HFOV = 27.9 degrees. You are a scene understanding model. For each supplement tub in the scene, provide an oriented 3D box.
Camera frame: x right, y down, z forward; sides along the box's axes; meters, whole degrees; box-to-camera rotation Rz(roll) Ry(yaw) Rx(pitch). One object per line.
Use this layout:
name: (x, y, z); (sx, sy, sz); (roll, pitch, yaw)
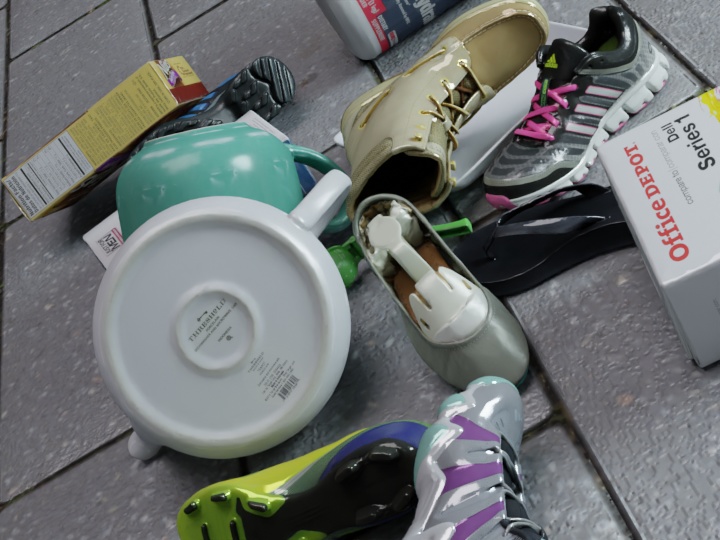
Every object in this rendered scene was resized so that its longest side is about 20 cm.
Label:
supplement tub: (0.046, -0.315, 1.428); (0.199, 0.141, 0.140); (-34, 31, 0)

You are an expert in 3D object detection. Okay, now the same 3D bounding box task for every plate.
plate: (0.099, -0.145, 1.250); (0.200, 0.032, 0.199); (-42, 31, -13)

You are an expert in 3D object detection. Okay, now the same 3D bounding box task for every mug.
mug: (-0.113, -0.060, 1.202); (0.151, 0.115, 0.184); (-10, 4, 42)

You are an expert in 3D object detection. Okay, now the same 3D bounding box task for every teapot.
teapot: (-0.094, 0.036, 1.062); (0.198, 0.199, 0.146); (-7, 1, 3)

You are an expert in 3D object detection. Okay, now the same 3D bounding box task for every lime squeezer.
lime squeezer: (0.000, 0.000, 1.137); (0.199, 0.038, 0.071); (-30, 44, 15)

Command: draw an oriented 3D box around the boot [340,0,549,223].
boot: (0.068, -0.124, 1.134); (0.199, 0.073, 0.156); (-31, 26, 17)

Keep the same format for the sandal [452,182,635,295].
sandal: (0.151, -0.039, 1.044); (0.199, 0.043, 0.076); (-21, 33, 20)

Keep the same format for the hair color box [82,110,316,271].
hair color box: (-0.147, -0.054, 1.320); (0.200, 0.061, 0.100); (-37, 31, -8)

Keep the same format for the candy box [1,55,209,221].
candy box: (-0.256, -0.135, 1.468); (0.199, 0.057, 0.117); (-35, 3, 15)

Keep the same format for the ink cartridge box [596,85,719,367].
ink cartridge box: (0.265, -0.052, 0.902); (0.199, 0.084, 0.145); (-26, 41, 11)

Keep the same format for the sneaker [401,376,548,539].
sneaker: (0.090, 0.150, 0.818); (0.139, 0.078, 0.201); (-1, 53, 39)

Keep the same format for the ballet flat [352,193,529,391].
ballet flat: (0.047, 0.013, 1.014); (0.067, 0.064, 0.200); (-39, 43, 2)

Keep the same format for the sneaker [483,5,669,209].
sneaker: (0.157, -0.132, 1.125); (0.200, 0.088, 0.074); (-45, 33, -18)

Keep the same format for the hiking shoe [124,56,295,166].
hiking shoe: (-0.148, -0.135, 1.444); (0.199, 0.075, 0.087); (-35, 8, -2)

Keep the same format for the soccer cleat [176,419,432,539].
soccer cleat: (-0.031, 0.149, 0.953); (0.199, 0.065, 0.084); (-22, 3, 26)
